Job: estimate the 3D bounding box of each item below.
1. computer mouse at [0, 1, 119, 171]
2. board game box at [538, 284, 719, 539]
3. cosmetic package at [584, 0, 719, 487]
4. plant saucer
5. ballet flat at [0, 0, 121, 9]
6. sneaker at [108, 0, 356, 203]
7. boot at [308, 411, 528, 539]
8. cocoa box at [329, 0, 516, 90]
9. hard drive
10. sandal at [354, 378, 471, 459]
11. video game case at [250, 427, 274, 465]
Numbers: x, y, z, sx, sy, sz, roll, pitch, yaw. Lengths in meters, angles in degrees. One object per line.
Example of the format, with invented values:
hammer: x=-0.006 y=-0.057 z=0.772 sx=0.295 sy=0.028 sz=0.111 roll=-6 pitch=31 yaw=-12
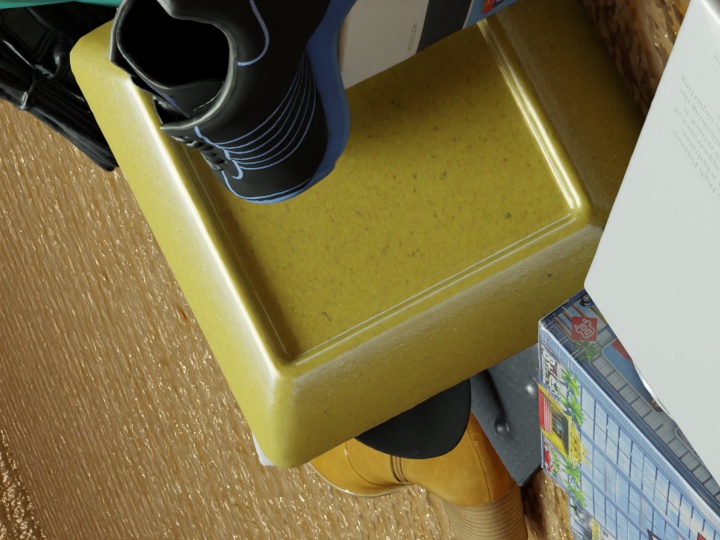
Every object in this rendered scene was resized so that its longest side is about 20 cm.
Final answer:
computer mouse: x=-0.176 y=-0.124 z=1.000 sx=0.140 sy=0.046 sz=0.200 roll=34 pitch=-157 yaw=-32
board game box: x=0.158 y=0.122 z=0.812 sx=0.200 sy=0.062 sz=0.200 roll=44 pitch=157 yaw=32
cosmetic package: x=0.143 y=-0.015 z=0.684 sx=0.102 sy=0.074 sz=0.200 roll=58 pitch=164 yaw=20
plant saucer: x=0.003 y=-0.049 z=0.824 sx=0.200 sy=0.200 sz=0.048 roll=63 pitch=-171 yaw=5
ballet flat: x=-0.124 y=-0.151 z=0.957 sx=0.070 sy=0.200 sz=0.065 roll=-2 pitch=95 yaw=26
sneaker: x=-0.047 y=-0.070 z=0.707 sx=0.070 sy=0.078 sz=0.200 roll=52 pitch=159 yaw=17
boot: x=0.015 y=0.067 z=1.163 sx=0.201 sy=0.071 sz=0.144 roll=28 pitch=146 yaw=46
cocoa box: x=0.018 y=-0.184 z=0.702 sx=0.133 sy=0.131 sz=0.200 roll=54 pitch=160 yaw=20
hard drive: x=0.054 y=-0.005 z=0.999 sx=0.200 sy=0.042 sz=0.135 roll=61 pitch=163 yaw=14
sandal: x=0.000 y=0.000 z=0.962 sx=0.045 sy=0.075 sz=0.200 roll=-137 pitch=29 yaw=-74
video game case: x=-0.034 y=-0.017 z=1.023 sx=0.200 sy=0.017 sz=0.143 roll=-67 pitch=-32 yaw=-61
